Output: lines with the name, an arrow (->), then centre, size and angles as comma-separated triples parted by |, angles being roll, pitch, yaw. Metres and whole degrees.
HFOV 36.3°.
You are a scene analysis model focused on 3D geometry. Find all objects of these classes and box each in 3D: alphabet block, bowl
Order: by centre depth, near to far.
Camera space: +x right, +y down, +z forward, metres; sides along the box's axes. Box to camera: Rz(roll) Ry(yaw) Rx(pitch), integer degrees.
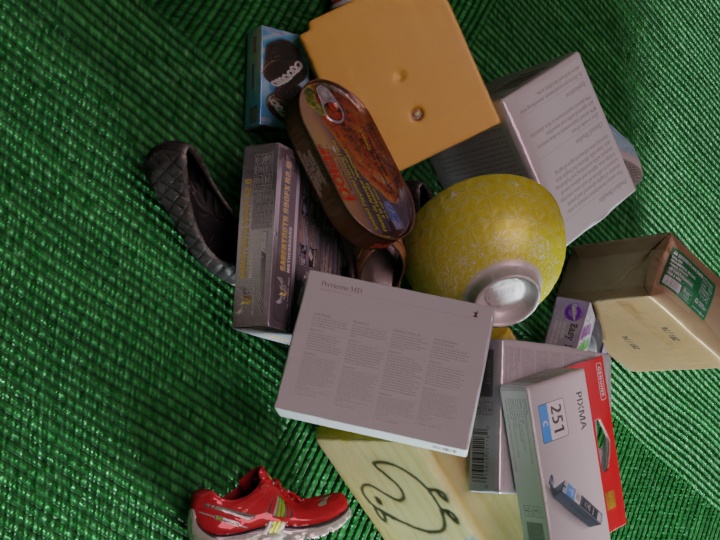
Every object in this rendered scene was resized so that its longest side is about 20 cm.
bowl -> 0.153, 0.001, 1.259 | 0.200, 0.200, 0.108 | 25, 30, -33
alphabet block -> 0.105, 0.204, 1.271 | 0.196, 0.195, 0.200 | -45, 110, -34

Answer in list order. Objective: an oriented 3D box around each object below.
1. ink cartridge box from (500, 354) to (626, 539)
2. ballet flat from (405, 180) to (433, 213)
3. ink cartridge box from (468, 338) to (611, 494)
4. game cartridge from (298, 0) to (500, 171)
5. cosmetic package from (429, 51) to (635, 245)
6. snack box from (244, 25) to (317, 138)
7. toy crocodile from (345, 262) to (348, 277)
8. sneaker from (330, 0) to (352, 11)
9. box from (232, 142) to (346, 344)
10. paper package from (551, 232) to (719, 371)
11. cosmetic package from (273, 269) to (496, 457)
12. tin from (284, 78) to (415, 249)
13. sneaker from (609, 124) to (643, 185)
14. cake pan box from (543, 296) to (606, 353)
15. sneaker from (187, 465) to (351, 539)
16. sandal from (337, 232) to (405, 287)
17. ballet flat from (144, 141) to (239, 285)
ink cartridge box -> 0.235, 0.202, 1.172 | 0.176, 0.045, 0.201 | -11, 93, -40
ballet flat -> 0.098, -0.024, 1.376 | 0.066, 0.057, 0.200 | -46, 112, -31
ink cartridge box -> 0.202, 0.163, 1.209 | 0.199, 0.047, 0.161 | 10, 79, -42
game cartridge -> 0.044, -0.224, 1.271 | 0.176, 0.032, 0.201 | -25, 98, -3
cosmetic package -> 0.212, -0.142, 1.410 | 0.167, 0.166, 0.201 | -34, 104, -35
snack box -> -0.043, -0.209, 1.300 | 0.199, 0.037, 0.117 | 6, 81, -37
toy crocodile -> 0.000, 0.000, 1.290 | 0.062, 0.067, 0.201 | 3, 82, -30
sneaker -> 0.050, -0.323, 1.362 | 0.199, 0.078, 0.116 | -1, 87, -39
box -> -0.072, -0.022, 1.210 | 0.158, 0.048, 0.201 | 21, 68, -58
paper package -> 0.400, 0.049, 1.517 | 0.200, 0.190, 0.104 | 37, 64, -27
cosmetic package -> 0.027, 0.094, 1.125 | 0.199, 0.052, 0.151 | 12, 74, 8
tin -> -0.013, -0.114, 1.195 | 0.112, 0.042, 0.201 | -11, 71, -51
sneaker -> 0.317, -0.189, 1.570 | 0.200, 0.074, 0.082 | 31, 37, -26
cake pan box -> 0.271, 0.156, 1.443 | 0.184, 0.052, 0.201 | 59, 46, -57
sneaker -> -0.093, 0.253, 1.187 | 0.199, 0.077, 0.085 | -1, 80, -38
sandal -> 0.015, -0.010, 1.230 | 0.081, 0.055, 0.201 | 10, 76, -25
ballet flat -> -0.157, -0.053, 1.164 | 0.200, 0.057, 0.067 | 54, 51, -34
